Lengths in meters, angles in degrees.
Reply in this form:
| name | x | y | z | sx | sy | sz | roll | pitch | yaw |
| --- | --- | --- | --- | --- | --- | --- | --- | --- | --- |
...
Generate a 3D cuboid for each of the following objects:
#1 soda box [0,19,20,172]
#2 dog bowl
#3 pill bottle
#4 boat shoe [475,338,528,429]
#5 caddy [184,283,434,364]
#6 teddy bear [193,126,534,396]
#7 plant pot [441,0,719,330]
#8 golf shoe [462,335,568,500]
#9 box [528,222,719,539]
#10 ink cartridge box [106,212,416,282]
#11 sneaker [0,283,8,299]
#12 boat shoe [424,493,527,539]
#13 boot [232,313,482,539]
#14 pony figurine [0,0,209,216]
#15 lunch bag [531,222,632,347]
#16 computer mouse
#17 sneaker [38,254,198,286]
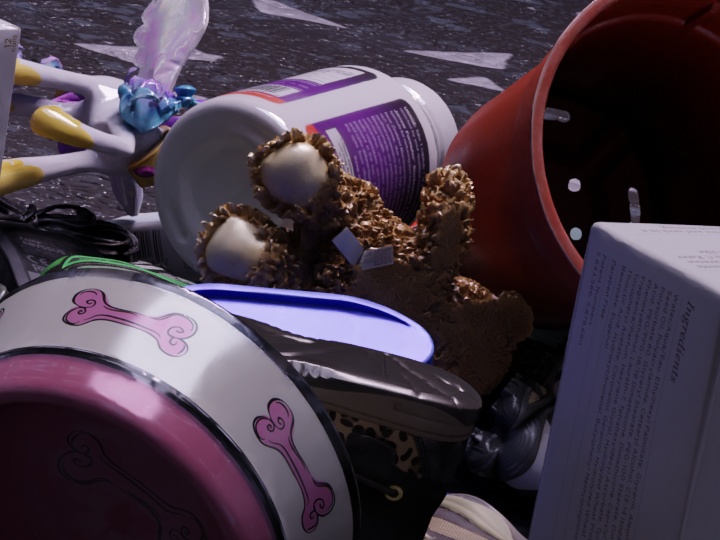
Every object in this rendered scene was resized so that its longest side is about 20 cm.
| name | x | y | z | sx | sy | sz | roll | pitch | yaw |
| --- | --- | --- | --- | --- | --- | --- | --- | --- | --- |
| soda box | -0.253 | -0.054 | 1.574 | 0.064 | 0.201 | 0.068 | -4 | 22 | -43 |
| dog bowl | -0.105 | 0.102 | 1.175 | 0.200 | 0.201 | 0.074 | 16 | 35 | 18 |
| pill bottle | -0.024 | -0.061 | 1.596 | 0.111 | 0.112 | 0.200 | 19 | 20 | 26 |
| boat shoe | 0.061 | 0.056 | 1.636 | 0.064 | 0.071 | 0.200 | 21 | 7 | 5 |
| caddy | -0.044 | 0.090 | 1.404 | 0.199 | 0.105 | 0.142 | 6 | 40 | -18 |
| teddy bear | 0.000 | 0.000 | 1.487 | 0.200 | 0.145 | 0.067 | 14 | 9 | -27 |
| plant pot | 0.148 | -0.050 | 1.543 | 0.200 | 0.201 | 0.195 | 5 | -9 | -21 |
| golf shoe | 0.126 | 0.098 | 1.568 | 0.094 | 0.078 | 0.200 | 33 | 22 | 10 |
| box | 0.213 | 0.088 | 1.394 | 0.199 | 0.201 | 0.131 | 2 | 16 | -29 |
| ink cartridge box | -0.065 | -0.030 | 1.801 | 0.160 | 0.047 | 0.200 | -6 | 8 | 30 |
| sneaker | -0.257 | 0.048 | 1.433 | 0.074 | 0.085 | 0.200 | 18 | 17 | 26 |
| boat shoe | 0.068 | 0.167 | 1.287 | 0.073 | 0.075 | 0.200 | -14 | 19 | -32 |
| boot | -0.055 | 0.102 | 1.258 | 0.199 | 0.151 | 0.073 | 11 | 17 | -3 |
| pony figurine | -0.153 | -0.095 | 1.686 | 0.200 | 0.167 | 0.193 | 7 | 29 | -28 |
| lunch bag | 0.163 | 0.019 | 1.760 | 0.200 | 0.077 | 0.160 | 20 | -10 | 21 |
| computer mouse | -0.182 | 0.017 | 1.625 | 0.138 | 0.053 | 0.200 | 18 | 19 | -27 |
| sneaker | -0.100 | 0.030 | 1.525 | 0.085 | 0.078 | 0.200 | 41 | 10 | 38 |
